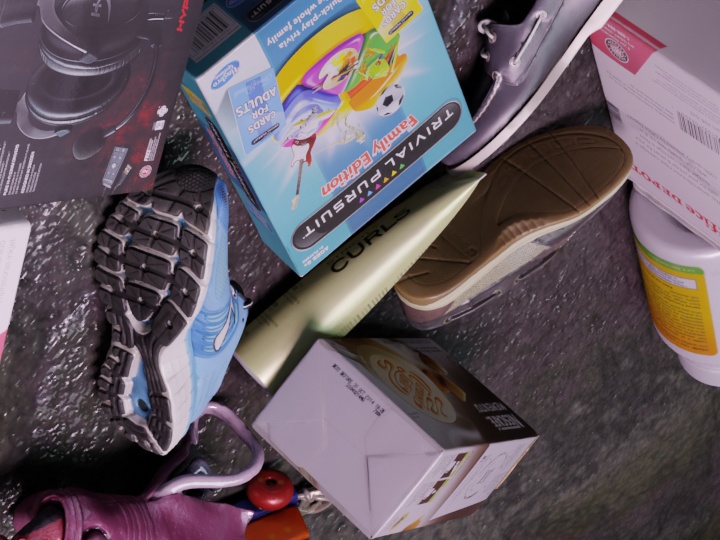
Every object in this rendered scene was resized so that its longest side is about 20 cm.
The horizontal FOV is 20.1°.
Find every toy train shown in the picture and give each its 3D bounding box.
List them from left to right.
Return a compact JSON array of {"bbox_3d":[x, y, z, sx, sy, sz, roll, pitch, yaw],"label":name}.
[{"bbox_3d":[-0.042,0.203,1.432,0.199,0.116,0.085,-20,136,-32],"label":"toy train"}]

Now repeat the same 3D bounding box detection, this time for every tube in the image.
[{"bbox_3d":[0.000,0.000,1.341,0.200,0.058,0.052,-42,143,-4],"label":"tube"}]

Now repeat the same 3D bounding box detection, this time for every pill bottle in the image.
[{"bbox_3d":[0.274,0.002,1.573,0.111,0.111,0.200,-38,143,-13],"label":"pill bottle"}]

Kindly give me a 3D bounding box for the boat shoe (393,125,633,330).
[{"bbox_3d":[0.103,-0.030,1.412,0.199,0.073,0.065,-31,152,-16],"label":"boat shoe"}]

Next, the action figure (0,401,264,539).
[{"bbox_3d":[-0.147,0.168,1.279,0.200,0.134,0.149,12,113,-53],"label":"action figure"}]

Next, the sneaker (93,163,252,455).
[{"bbox_3d":[-0.110,0.013,1.245,0.090,0.078,0.201,-38,151,-45],"label":"sneaker"}]

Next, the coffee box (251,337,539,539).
[{"bbox_3d":[0.028,0.109,1.370,0.080,0.114,0.200,-52,161,13],"label":"coffee box"}]

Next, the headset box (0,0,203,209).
[{"bbox_3d":[-0.187,-0.110,1.028,0.199,0.077,0.149,-10,130,-42],"label":"headset box"}]

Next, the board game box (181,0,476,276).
[{"bbox_3d":[-0.020,-0.109,1.224,0.151,0.047,0.200,-40,143,-10],"label":"board game box"}]

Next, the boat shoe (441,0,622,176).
[{"bbox_3d":[0.106,-0.152,1.322,0.063,0.073,0.200,37,104,-11],"label":"boat shoe"}]

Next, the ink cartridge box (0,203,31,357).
[{"bbox_3d":[-0.286,0.025,1.046,0.199,0.083,0.147,-10,130,-40],"label":"ink cartridge box"}]

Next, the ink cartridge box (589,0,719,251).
[{"bbox_3d":[0.243,-0.110,1.407,0.085,0.146,0.200,-39,143,-13],"label":"ink cartridge box"}]
